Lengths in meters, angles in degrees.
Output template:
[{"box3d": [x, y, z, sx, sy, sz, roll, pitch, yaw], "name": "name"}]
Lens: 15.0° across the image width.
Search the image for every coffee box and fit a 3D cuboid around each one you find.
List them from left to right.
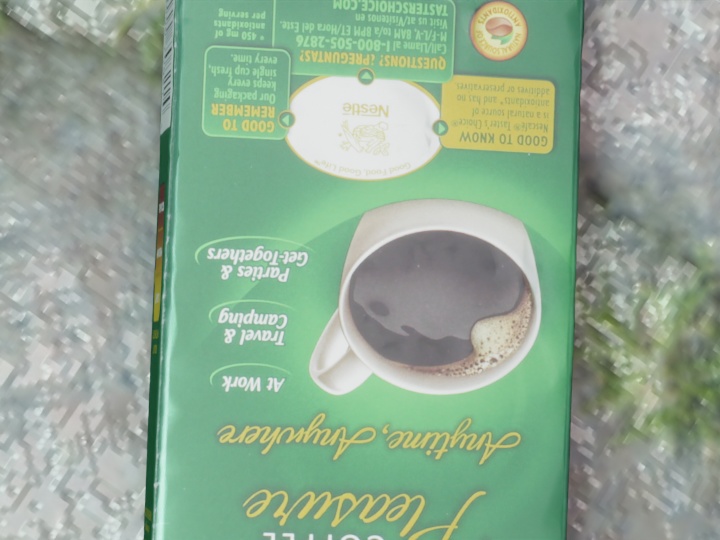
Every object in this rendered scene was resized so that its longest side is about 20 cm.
[{"box3d": [0.000, 0.000, 0.781, 0.122, 0.044, 0.201, 1, 88, -11], "name": "coffee box"}]
